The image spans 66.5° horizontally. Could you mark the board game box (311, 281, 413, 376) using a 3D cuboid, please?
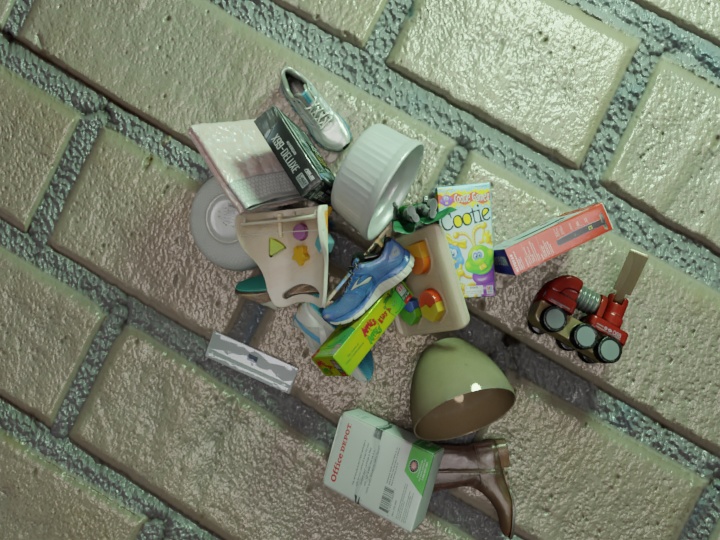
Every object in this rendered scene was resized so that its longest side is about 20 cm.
[{"bbox_3d":[0.004,0.103,1.013,0.048,0.101,0.201,47,63,-12],"label":"board game box"}]

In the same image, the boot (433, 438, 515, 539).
[{"bbox_3d":[0.196,0.427,1.073,0.192,0.064,0.193,-5,77,1],"label":"boot"}]

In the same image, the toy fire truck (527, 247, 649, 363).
[{"bbox_3d":[0.436,0.051,1.032,0.172,0.129,0.204,28,81,4],"label":"toy fire truck"}]

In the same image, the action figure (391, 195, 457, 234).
[{"bbox_3d":[0.096,-0.106,1.012,0.114,0.200,0.057,-13,97,-5],"label":"action figure"}]

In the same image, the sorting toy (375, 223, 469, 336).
[{"bbox_3d":[0.104,0.027,1.030,0.036,0.198,0.191,-16,88,-34],"label":"sorting toy"}]

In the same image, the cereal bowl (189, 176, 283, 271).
[{"bbox_3d":[-0.253,-0.101,1.099,0.192,0.083,0.208,0,91,5],"label":"cereal bowl"}]

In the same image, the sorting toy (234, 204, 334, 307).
[{"bbox_3d":[-0.121,-0.022,1.023,0.194,0.106,0.187,-1,97,30],"label":"sorting toy"}]

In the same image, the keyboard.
[{"bbox_3d":[-0.225,0.189,1.135,0.195,0.011,0.058,23,87,4],"label":"keyboard"}]

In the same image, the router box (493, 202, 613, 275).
[{"bbox_3d":[0.330,-0.053,0.991,0.175,0.200,0.050,-26,89,4],"label":"router box"}]

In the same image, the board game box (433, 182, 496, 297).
[{"bbox_3d":[0.196,-0.054,1.051,0.099,0.105,0.208,-3,90,5],"label":"board game box"}]

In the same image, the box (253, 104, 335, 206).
[{"bbox_3d":[-0.105,-0.202,1.022,0.049,0.200,0.160,-34,83,9],"label":"box"}]

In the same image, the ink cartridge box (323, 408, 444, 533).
[{"bbox_3d":[0.043,0.372,1.046,0.195,0.084,0.151,18,92,26],"label":"ink cartridge box"}]

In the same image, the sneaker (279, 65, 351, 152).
[{"bbox_3d":[-0.096,-0.318,1.083,0.075,0.087,0.200,-43,88,2],"label":"sneaker"}]

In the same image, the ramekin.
[{"bbox_3d":[0.028,-0.169,1.021,0.096,0.200,0.204,32,93,10],"label":"ramekin"}]

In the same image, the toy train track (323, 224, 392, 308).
[{"bbox_3d":[0.000,0.000,1.057,0.032,0.115,0.201,41,87,-2],"label":"toy train track"}]

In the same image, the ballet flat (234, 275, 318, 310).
[{"bbox_3d":[-0.155,0.041,1.103,0.193,0.069,0.069,-12,117,6],"label":"ballet flat"}]

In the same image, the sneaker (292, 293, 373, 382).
[{"bbox_3d":[-0.051,0.144,1.094,0.080,0.077,0.201,-39,93,29],"label":"sneaker"}]

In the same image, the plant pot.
[{"bbox_3d":[0.173,0.210,1.028,0.195,0.202,0.137,-21,54,4],"label":"plant pot"}]

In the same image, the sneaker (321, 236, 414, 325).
[{"bbox_3d":[0.001,0.016,0.991,0.199,0.079,0.089,-42,103,8],"label":"sneaker"}]

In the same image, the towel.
[{"bbox_3d":[-0.201,-0.204,1.039,0.032,0.198,0.194,-40,80,37],"label":"towel"}]
